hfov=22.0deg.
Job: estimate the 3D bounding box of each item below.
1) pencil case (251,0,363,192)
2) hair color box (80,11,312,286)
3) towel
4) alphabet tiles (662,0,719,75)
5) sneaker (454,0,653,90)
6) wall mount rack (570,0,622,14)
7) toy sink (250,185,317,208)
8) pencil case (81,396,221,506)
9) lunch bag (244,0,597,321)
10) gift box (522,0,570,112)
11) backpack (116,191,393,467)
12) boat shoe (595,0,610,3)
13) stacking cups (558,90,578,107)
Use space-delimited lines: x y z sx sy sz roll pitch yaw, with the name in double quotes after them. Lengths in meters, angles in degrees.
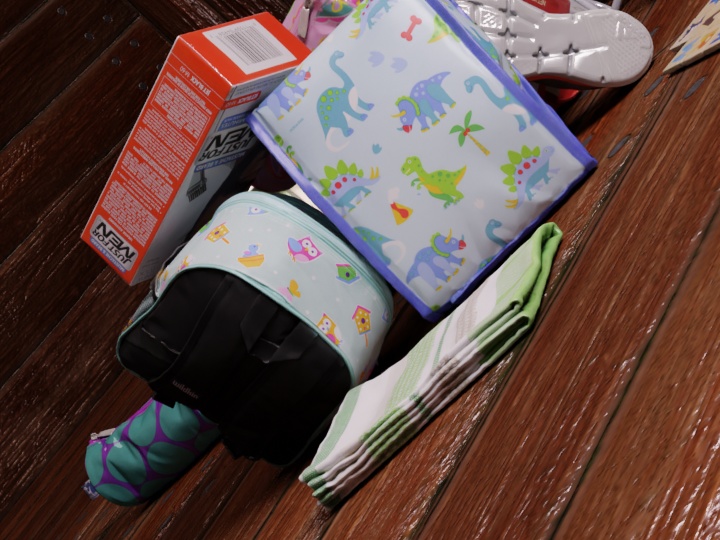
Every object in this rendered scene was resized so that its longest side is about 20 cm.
-0.042 -0.157 1.446 0.200 0.087 0.088 -56 1 35 "pencil case"
-0.122 -0.091 1.402 0.111 0.064 0.200 -26 -25 -51 "hair color box"
0.046 0.056 1.197 0.200 0.031 0.149 -45 8 25 "towel"
0.285 -0.209 1.286 0.167 0.006 0.200 -49 7 -14 "alphabet tiles"
0.124 -0.171 1.445 0.082 0.199 0.077 88 -165 -82 "sneaker"
0.148 -0.281 1.668 0.174 0.199 0.075 51 129 55 "wall mount rack"
-0.053 -0.026 1.753 0.130 0.112 0.200 -49 -13 -13 "toy sink"
-0.205 0.164 1.901 0.200 0.092 0.085 -42 9 36 "pencil case"
0.049 -0.089 1.343 0.170 0.200 0.127 -45 -20 12 "lunch bag"
0.063 -0.161 1.558 0.187 0.184 0.201 -35 35 55 "gift box"
-0.066 0.033 1.382 0.154 0.176 0.200 -53 2 -29 "backpack"
0.191 -0.254 1.757 0.200 0.060 0.072 -36 -18 -7 "boat shoe"
0.153 -0.160 1.679 0.061 0.060 0.200 -48 12 -6 "stacking cups"
